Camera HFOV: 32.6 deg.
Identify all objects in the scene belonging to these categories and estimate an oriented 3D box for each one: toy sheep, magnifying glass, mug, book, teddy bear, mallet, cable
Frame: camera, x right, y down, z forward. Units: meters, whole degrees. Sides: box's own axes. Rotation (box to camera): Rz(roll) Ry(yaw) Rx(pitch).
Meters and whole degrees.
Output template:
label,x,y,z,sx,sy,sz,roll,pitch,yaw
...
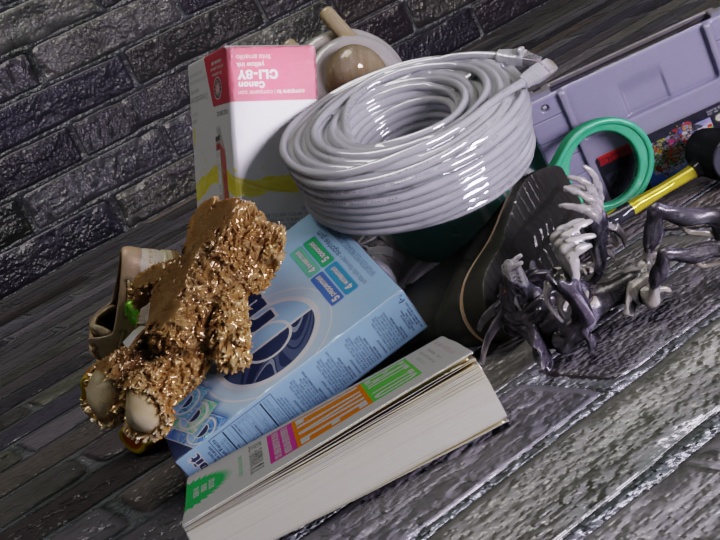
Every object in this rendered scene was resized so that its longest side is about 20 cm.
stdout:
label,x,y,z,sx,sy,sz,roll,pitch,yaw
toy sheep,-0.018,-0.168,1.182,0.138,0.138,0.200,-29,-2,-11
magnifying glass,0.159,-0.053,1.033,0.200,0.080,0.022,-38,16,-3
mug,0.112,-0.094,1.120,0.114,0.152,0.185,-7,24,44
book,-0.016,0.111,0.788,0.200,0.048,0.134,-29,8,-4
teddy bear,-0.127,0.041,0.914,0.145,0.067,0.200,-11,47,40
mallet,0.229,-0.053,0.995,0.200,0.041,0.066,-33,15,-7
cable,0.039,-0.103,0.975,0.200,0.069,0.200,11,43,40

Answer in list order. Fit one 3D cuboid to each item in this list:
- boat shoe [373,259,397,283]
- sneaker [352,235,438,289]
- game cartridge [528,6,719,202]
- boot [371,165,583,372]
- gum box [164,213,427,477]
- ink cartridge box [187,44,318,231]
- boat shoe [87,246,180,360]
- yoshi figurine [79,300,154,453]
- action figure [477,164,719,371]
label,x,y,z,sx,sy,sz,roll,pitch,yaw
boat shoe,-0.054,0.061,1.009,0.200,0.072,0.068,-30,11,1
sneaker,0.000,0.000,1.129,0.075,0.082,0.200,-19,14,34
game cartridge,0.251,-0.134,1.058,0.200,0.130,0.038,-25,26,10
boot,0.085,-0.004,0.964,0.138,0.078,0.200,-23,15,40
gum box,-0.070,0.054,0.934,0.200,0.045,0.170,-37,33,-4
ink cartridge box,-0.093,-0.091,1.092,0.083,0.200,0.145,-5,4,-21
boat shoe,-0.231,0.058,1.185,0.064,0.200,0.071,12,31,-24
yoshi figurine,-0.151,0.067,1.100,0.112,0.113,0.200,-1,27,35
action figure,0.154,-0.009,0.786,0.200,0.102,0.119,-21,26,16
